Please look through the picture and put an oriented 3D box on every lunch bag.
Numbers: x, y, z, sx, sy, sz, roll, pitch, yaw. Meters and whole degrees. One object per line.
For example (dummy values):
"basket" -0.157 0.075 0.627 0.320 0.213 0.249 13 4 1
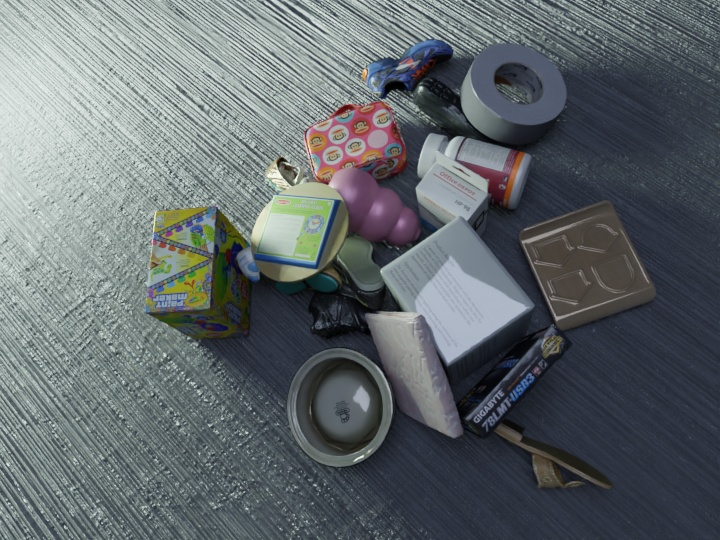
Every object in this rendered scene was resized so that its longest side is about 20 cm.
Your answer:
"lunch bag" -0.015 -0.264 1.255 0.199 0.082 0.177 -17 68 4

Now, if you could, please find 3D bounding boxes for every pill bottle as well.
"pill bottle" 0.219 -0.196 1.176 0.199 0.110 0.110 18 75 16

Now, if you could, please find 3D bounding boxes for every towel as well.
"towel" 0.086 0.161 0.999 0.032 0.191 0.201 -24 99 -20

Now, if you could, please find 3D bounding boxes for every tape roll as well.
"tape roll" 0.303 -0.353 1.209 0.199 0.066 0.201 4 65 -9

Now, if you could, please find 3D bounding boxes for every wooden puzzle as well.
"wooden puzzle" 0.410 -0.008 1.114 0.185 0.046 0.201 -19 73 3

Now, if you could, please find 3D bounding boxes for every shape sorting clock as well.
"shape sorting clock" -0.111 -0.070 1.099 0.199 0.039 0.201 -10 67 23

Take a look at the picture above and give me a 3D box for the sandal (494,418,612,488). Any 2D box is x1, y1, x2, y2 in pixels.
"sandal" 0.301 0.324 1.009 0.211 0.078 0.070 28 97 24

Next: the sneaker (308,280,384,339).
"sneaker" -0.017 0.100 1.132 0.199 0.076 0.114 31 80 21

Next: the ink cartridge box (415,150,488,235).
"ink cartridge box" 0.167 -0.120 1.109 0.116 0.200 0.067 36 80 20

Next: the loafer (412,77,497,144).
"loafer" 0.195 -0.316 1.248 0.200 0.070 0.068 37 60 3

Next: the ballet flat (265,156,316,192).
"ballet flat" -0.127 -0.170 1.226 0.200 0.070 0.065 42 114 32

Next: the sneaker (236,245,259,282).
"sneaker" -0.149 -0.042 1.191 0.200 0.072 0.073 -32 98 -30

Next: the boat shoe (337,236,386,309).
"boat shoe" 0.000 0.000 1.139 0.071 0.061 0.201 -13 31 -7

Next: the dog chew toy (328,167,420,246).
"dog chew toy" 0.024 -0.112 1.171 0.199 0.125 0.125 27 76 -7

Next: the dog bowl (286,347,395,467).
"dog bowl" -0.026 0.237 1.063 0.199 0.074 0.201 -4 79 21

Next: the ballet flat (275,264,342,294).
"ballet flat" -0.094 0.003 1.137 0.200 0.069 0.063 -6 44 50

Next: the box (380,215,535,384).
"box" 0.167 0.058 1.047 0.171 0.200 0.199 -35 68 -1

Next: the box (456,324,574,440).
"box" 0.238 0.181 0.990 0.050 0.200 0.199 43 83 8

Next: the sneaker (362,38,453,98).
"sneaker" 0.108 -0.427 1.306 0.199 0.075 0.079 -21 77 10

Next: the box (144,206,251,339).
"box" -0.295 0.012 1.142 0.121 0.200 0.193 -4 71 8
